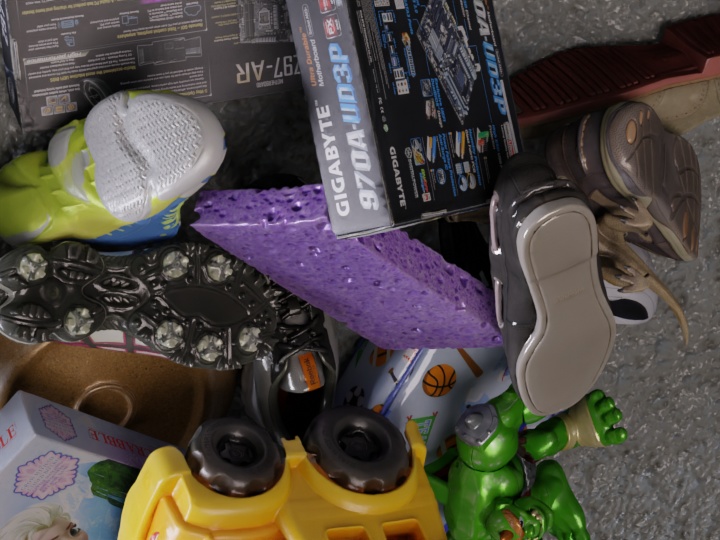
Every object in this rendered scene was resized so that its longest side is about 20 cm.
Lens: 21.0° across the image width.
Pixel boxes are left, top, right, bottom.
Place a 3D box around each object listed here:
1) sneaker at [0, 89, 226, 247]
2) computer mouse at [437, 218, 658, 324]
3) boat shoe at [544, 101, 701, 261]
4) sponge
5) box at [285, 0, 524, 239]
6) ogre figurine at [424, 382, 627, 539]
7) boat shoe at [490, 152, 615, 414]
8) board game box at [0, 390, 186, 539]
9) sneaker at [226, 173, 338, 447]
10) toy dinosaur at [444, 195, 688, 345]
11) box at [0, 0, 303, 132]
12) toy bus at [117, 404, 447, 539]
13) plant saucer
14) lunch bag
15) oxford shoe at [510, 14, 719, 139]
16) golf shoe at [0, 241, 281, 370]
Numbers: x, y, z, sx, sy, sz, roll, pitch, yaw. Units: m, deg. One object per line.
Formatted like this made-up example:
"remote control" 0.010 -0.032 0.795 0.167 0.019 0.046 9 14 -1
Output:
"sneaker" -0.131 -0.059 1.174 0.105 0.200 0.076 4 78 -47
"computer mouse" 0.137 -0.015 1.332 0.199 0.110 0.044 12 145 -33
"boat shoe" 0.177 -0.060 1.294 0.073 0.075 0.200 0 159 25
"sponge" 0.000 0.000 1.213 0.200 0.111 0.030 34 63 -43
"box" 0.026 -0.128 1.149 0.159 0.046 0.201 -15 94 -54
"ogre figurine" 0.106 0.146 1.326 0.120 0.098 0.200 -16 144 -36
"boat shoe" 0.114 0.009 1.185 0.067 0.057 0.200 -18 140 -8
"board game box" -0.208 0.183 1.295 0.200 0.041 0.199 -46 137 19
"sneaker" -0.043 0.030 1.292 0.074 0.079 0.201 -11 117 -14
"toy dinosaur" 0.157 -0.015 1.262 0.200 0.101 0.058 26 84 -14
"box" -0.119 -0.177 1.169 0.199 0.044 0.161 -11 121 -15
"toy bus" -0.035 0.200 1.233 0.199 0.192 0.136 -1 135 -27
"plant saucer" -0.174 0.085 1.300 0.199 0.035 0.201 -9 121 -15
"lunch bag" 0.070 0.091 1.374 0.160 0.076 0.200 25 108 -32
"oxford shoe" 0.183 -0.111 1.306 0.199 0.071 0.075 -14 127 -12
"golf shoe" -0.147 0.017 1.220 0.199 0.088 0.077 10 85 -29
